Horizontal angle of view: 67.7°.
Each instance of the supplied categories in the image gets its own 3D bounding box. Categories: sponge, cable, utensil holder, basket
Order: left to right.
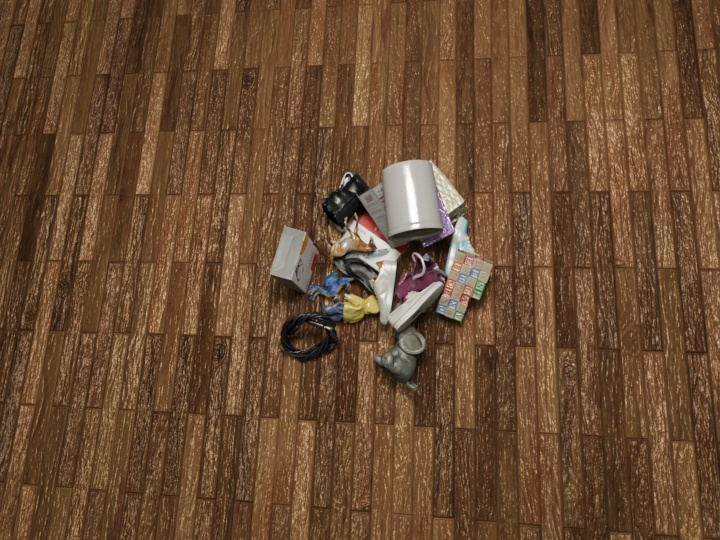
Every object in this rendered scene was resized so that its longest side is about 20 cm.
[{"bbox_3d":[-0.172,0.209,1.695,0.197,0.164,0.051,-18,34,17],"label":"cable"},{"bbox_3d":[0.149,-0.203,1.585,0.167,0.170,0.204,-9,83,6],"label":"utensil holder"},{"bbox_3d":[0.207,-0.185,1.665,0.110,0.030,0.203,-26,80,18],"label":"sponge"},{"bbox_3d":[0.235,-0.237,1.751,0.135,0.123,0.201,-36,74,-2],"label":"basket"}]

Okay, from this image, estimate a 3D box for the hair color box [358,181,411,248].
[{"bbox_3d":[0.088,-0.175,1.698,0.061,0.099,0.201,-40,102,-28],"label":"hair color box"}]

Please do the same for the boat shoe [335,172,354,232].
[{"bbox_3d":[-0.054,-0.234,1.821,0.072,0.065,0.204,1,76,8],"label":"boat shoe"}]

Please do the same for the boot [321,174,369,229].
[{"bbox_3d":[-0.018,-0.200,1.759,0.162,0.073,0.199,-43,97,-17],"label":"boot"}]

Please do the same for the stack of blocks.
[{"bbox_3d":[0.320,0.050,1.658,0.114,0.059,0.203,21,106,9],"label":"stack of blocks"}]

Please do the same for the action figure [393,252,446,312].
[{"bbox_3d":[0.168,0.051,1.676,0.200,0.148,0.135,-41,65,24],"label":"action figure"}]

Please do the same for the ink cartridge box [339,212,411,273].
[{"bbox_3d":[0.056,-0.104,1.785,0.199,0.045,0.177,35,84,14],"label":"ink cartridge box"}]

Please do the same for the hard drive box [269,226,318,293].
[{"bbox_3d":[-0.209,-0.030,1.724,0.076,0.200,0.158,15,79,11],"label":"hard drive box"}]

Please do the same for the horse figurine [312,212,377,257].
[{"bbox_3d":[-0.056,-0.094,1.711,0.198,0.050,0.134,-24,104,-13],"label":"horse figurine"}]

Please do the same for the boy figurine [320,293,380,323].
[{"bbox_3d":[-0.028,0.117,1.712,0.197,0.126,0.065,-11,43,-7],"label":"boy figurine"}]

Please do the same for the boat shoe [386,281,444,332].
[{"bbox_3d":[0.164,0.096,1.620,0.200,0.072,0.066,-45,64,2],"label":"boat shoe"}]

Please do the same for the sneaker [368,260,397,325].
[{"bbox_3d":[0.065,0.067,1.688,0.083,0.073,0.204,6,94,5],"label":"sneaker"}]

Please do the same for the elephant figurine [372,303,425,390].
[{"bbox_3d":[0.140,0.229,1.649,0.155,0.141,0.201,45,73,-27],"label":"elephant figurine"}]

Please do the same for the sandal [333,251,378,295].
[{"bbox_3d":[0.001,0.000,1.728,0.199,0.048,0.076,36,73,7],"label":"sandal"}]

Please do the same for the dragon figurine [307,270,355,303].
[{"bbox_3d":[-0.084,0.039,1.762,0.200,0.059,0.100,-43,75,-2],"label":"dragon figurine"}]

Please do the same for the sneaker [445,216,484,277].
[{"bbox_3d":[0.349,-0.064,1.718,0.128,0.079,0.203,12,88,13],"label":"sneaker"}]
